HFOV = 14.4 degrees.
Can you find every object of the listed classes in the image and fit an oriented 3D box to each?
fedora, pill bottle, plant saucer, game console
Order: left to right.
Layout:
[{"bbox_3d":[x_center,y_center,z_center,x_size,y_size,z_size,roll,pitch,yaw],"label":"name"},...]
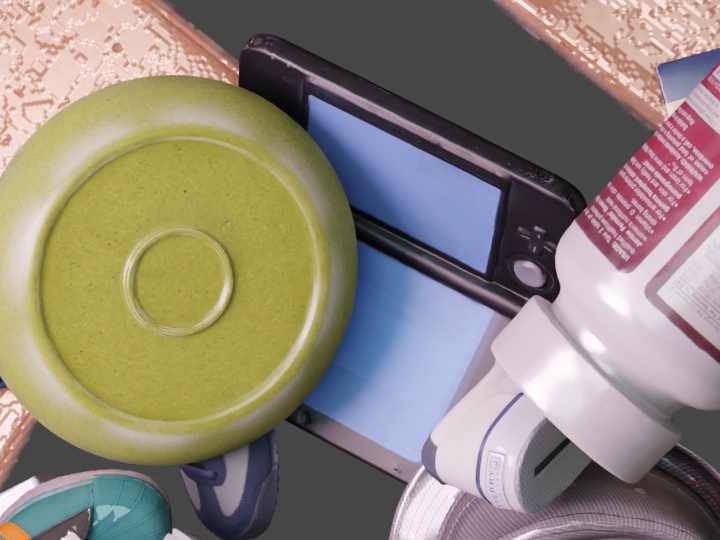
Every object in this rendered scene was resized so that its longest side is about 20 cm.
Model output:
[{"bbox_3d":[-0.093,0.003,1.431,0.199,0.031,0.201,-3,100,-15],"label":"plant saucer"},{"bbox_3d":[0.000,0.000,1.488,0.199,0.176,0.117,27,62,11],"label":"game console"},{"bbox_3d":[0.109,0.164,1.449,0.199,0.090,0.178,11,94,3],"label":"fedora"},{"bbox_3d":[0.156,-0.009,1.259,0.110,0.110,0.200,44,99,11],"label":"pill bottle"}]

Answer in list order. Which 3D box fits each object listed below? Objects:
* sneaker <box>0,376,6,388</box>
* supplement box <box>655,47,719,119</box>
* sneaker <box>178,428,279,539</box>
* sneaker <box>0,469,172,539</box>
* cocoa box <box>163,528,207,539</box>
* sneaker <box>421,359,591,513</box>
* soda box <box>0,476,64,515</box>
[{"bbox_3d":[-0.162,-0.016,1.534,0.075,0.078,0.200,43,93,11],"label":"sneaker"},{"bbox_3d":[0.242,-0.009,1.397,0.133,0.200,0.201,-15,82,11],"label":"supplement box"},{"bbox_3d":[-0.099,0.055,1.491,0.070,0.082,0.201,1,107,45],"label":"sneaker"},{"bbox_3d":[-0.184,0.169,1.433,0.199,0.080,0.072,-25,111,3],"label":"sneaker"},{"bbox_3d":[-0.027,0.243,1.427,0.200,0.131,0.134,30,92,38],"label":"cocoa box"},{"bbox_3d":[0.105,0.052,1.441,0.071,0.200,0.073,16,122,35],"label":"sneaker"},{"bbox_3d":[-0.239,0.183,1.539,0.199,0.064,0.068,-27,82,6],"label":"soda box"}]
